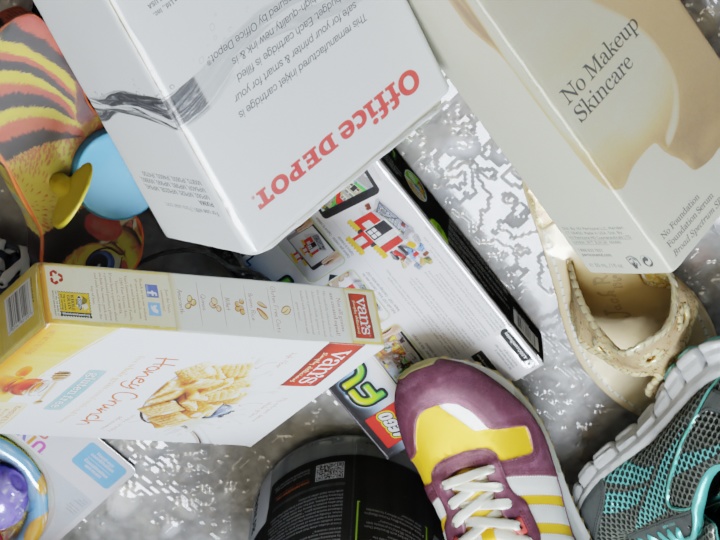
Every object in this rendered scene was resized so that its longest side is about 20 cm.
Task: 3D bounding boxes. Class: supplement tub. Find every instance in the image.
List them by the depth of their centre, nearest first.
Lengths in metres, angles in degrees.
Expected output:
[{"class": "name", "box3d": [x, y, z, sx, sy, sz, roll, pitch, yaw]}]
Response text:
[{"class": "supplement tub", "box3d": [-0.006, 0.189, 1.388, 0.122, 0.200, 0.123, 1, 118, 2]}]

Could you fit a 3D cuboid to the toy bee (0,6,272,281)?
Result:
[{"class": "toy bee", "box3d": [-0.145, -0.029, 1.283, 0.109, 0.131, 0.200, -43, 90, -7]}]

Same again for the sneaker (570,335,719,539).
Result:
[{"class": "sneaker", "box3d": [0.178, 0.124, 1.387, 0.077, 0.091, 0.200, 3, 140, -23]}]

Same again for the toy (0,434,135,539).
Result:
[{"class": "toy", "box3d": [-0.240, 0.151, 1.462, 0.200, 0.047, 0.115, -40, 112, 21]}]

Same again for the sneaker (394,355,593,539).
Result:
[{"class": "sneaker", "box3d": [0.078, 0.140, 1.376, 0.075, 0.090, 0.200, -24, 112, 21]}]

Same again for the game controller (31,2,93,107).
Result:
[{"class": "game controller", "box3d": [-0.116, -0.153, 1.307, 0.104, 0.042, 0.200, 18, 118, 9]}]

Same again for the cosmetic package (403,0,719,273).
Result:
[{"class": "cosmetic package", "box3d": [0.112, -0.104, 1.275, 0.105, 0.071, 0.200, -49, 115, -23]}]

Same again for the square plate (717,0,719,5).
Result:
[{"class": "square plate", "box3d": [0.181, -0.240, 1.156, 0.028, 0.198, 0.201, 6, 118, -9]}]

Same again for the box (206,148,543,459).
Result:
[{"class": "box", "box3d": [0.000, 0.000, 1.380, 0.110, 0.035, 0.200, -32, 113, 17]}]

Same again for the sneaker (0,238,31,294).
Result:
[{"class": "sneaker", "box3d": [-0.197, 0.000, 1.368, 0.199, 0.070, 0.109, -2, 120, 6]}]

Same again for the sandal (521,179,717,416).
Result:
[{"class": "sandal", "box3d": [0.140, 0.018, 1.365, 0.077, 0.070, 0.212, -21, 115, 13]}]

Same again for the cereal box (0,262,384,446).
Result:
[{"class": "cereal box", "box3d": [-0.107, 0.046, 1.298, 0.200, 0.040, 0.144, 5, 152, -33]}]

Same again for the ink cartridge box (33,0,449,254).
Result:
[{"class": "ink cartridge box", "box3d": [-0.066, -0.129, 1.214, 0.144, 0.084, 0.200, -40, 117, -25]}]
